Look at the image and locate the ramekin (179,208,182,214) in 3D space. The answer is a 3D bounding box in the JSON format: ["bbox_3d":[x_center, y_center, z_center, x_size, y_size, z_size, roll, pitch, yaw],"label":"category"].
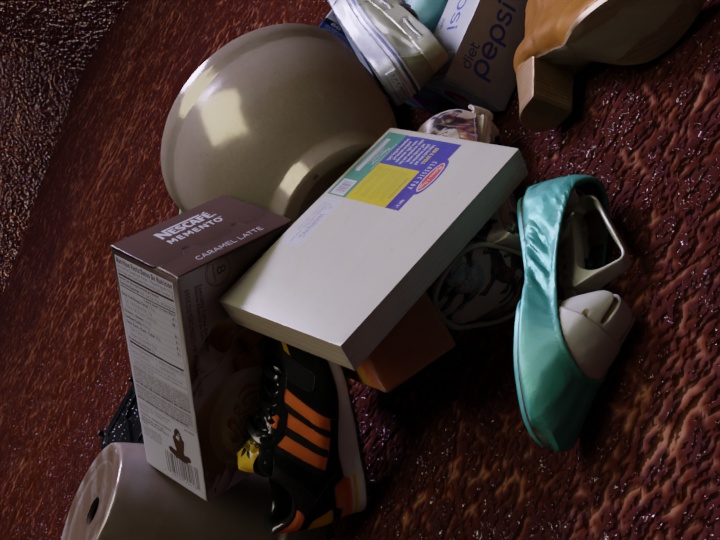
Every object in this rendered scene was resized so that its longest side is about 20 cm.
[{"bbox_3d":[-0.101,-0.095,1.217,0.200,0.098,0.200,20,-90,-80],"label":"ramekin"}]

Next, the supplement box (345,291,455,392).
[{"bbox_3d":[0.001,0.042,0.894,0.069,0.067,0.200,-33,9,-15],"label":"supplement box"}]

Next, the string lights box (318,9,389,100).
[{"bbox_3d":[-0.024,-0.182,1.163,0.059,0.103,0.200,-50,8,30],"label":"string lights box"}]

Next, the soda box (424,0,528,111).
[{"bbox_3d":[0.125,-0.240,1.015,0.200,0.068,0.063,-66,24,-5],"label":"soda box"}]

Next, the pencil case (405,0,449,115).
[{"bbox_3d":[0.082,-0.250,1.097,0.200,0.085,0.092,-62,2,7],"label":"pencil case"}]

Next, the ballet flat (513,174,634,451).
[{"bbox_3d":[0.136,0.015,0.734,0.070,0.067,0.200,-26,43,35],"label":"ballet flat"}]

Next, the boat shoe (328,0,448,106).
[{"bbox_3d":[0.023,-0.210,1.032,0.062,0.072,0.200,-30,41,2],"label":"boat shoe"}]

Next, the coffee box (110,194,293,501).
[{"bbox_3d":[-0.110,0.058,0.895,0.080,0.114,0.200,23,128,38],"label":"coffee box"}]

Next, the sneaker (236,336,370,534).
[{"bbox_3d":[-0.054,0.114,0.869,0.070,0.090,0.200,39,146,57],"label":"sneaker"}]

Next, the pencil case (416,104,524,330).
[{"bbox_3d":[0.085,-0.047,0.886,0.089,0.078,0.200,-44,29,27],"label":"pencil case"}]

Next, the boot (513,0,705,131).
[{"bbox_3d":[0.177,-0.208,0.864,0.201,0.071,0.144,-42,33,51],"label":"boot"}]

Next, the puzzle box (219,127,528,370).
[{"bbox_3d":[0.010,-0.023,0.817,0.133,0.025,0.200,17,55,46],"label":"puzzle box"}]

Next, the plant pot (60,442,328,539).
[{"bbox_3d":[-0.151,0.230,0.981,0.200,0.173,0.200,-47,29,36],"label":"plant pot"}]

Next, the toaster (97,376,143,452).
[{"bbox_3d":[-0.174,0.164,1.167,0.181,0.119,0.200,-60,22,11],"label":"toaster"}]

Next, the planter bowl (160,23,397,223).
[{"bbox_3d":[-0.044,-0.082,0.957,0.135,0.200,0.200,45,110,39],"label":"planter bowl"}]
